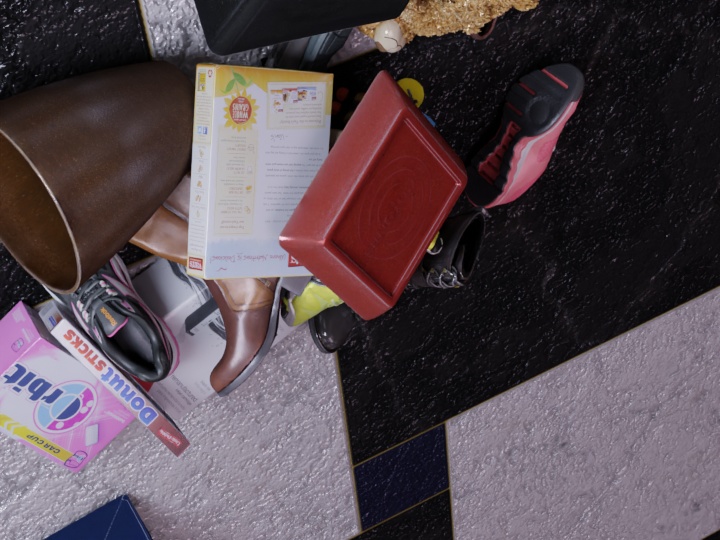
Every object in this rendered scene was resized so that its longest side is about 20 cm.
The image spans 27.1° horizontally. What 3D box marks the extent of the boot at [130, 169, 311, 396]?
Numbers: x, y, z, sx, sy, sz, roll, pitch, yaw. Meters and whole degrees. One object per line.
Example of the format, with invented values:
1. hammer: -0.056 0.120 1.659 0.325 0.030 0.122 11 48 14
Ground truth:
1. boot: -0.165 0.006 1.530 0.199 0.069 0.189 30 101 -6

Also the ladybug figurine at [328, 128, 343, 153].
1. ladybug figurine: -0.046 -0.084 1.561 0.135 0.073 0.199 25 151 -26

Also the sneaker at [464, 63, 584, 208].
1. sneaker: 0.200 -0.160 1.762 0.086 0.074 0.201 3 129 -54

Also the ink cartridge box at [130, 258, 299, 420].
1. ink cartridge box: -0.172 0.047 1.649 0.199 0.084 0.145 -38 138 -2

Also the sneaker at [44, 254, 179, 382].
1. sneaker: -0.255 0.034 1.517 0.200 0.086 0.080 44 90 -10

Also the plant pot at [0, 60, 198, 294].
1. plant pot: -0.244 -0.110 1.407 0.199 0.186 0.188 -37 142 -29

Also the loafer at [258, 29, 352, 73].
1. loafer: -0.070 -0.212 1.520 0.072 0.063 0.200 -29 161 -52

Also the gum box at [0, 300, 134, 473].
1. gum box: -0.333 0.131 1.620 0.113 0.066 0.200 -43 139 4

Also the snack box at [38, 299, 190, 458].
1. snack box: -0.256 0.114 1.562 0.024 0.072 0.200 -44 116 -7

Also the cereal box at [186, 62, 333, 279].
1. cereal box: -0.096 -0.094 1.438 0.143 0.039 0.202 -1 99 -41

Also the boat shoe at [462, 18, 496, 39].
1. boat shoe: 0.141 -0.338 1.547 0.070 0.070 0.202 -7 128 -30

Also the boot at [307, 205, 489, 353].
1. boot: 0.043 0.006 1.660 0.069 0.173 0.201 50 54 -36

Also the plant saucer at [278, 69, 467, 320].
1. plant saucer: 0.026 -0.065 1.493 0.201 0.037 0.200 -59 144 -8

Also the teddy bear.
1. teddy bear: 0.082 -0.259 1.489 0.198 0.145 0.068 -7 96 10

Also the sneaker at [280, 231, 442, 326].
1. sneaker: 0.000 0.000 1.603 0.199 0.077 0.075 -39 173 5

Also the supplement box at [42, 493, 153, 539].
1. supplement box: -0.321 0.422 1.835 0.199 0.134 0.201 -28 138 -12

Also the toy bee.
1. toy bee: 0.025 -0.161 1.614 0.131 0.108 0.201 -54 162 -29

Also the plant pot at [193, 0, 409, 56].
1. plant pot: -0.042 -0.324 1.278 0.198 0.202 0.177 -16 175 -24
